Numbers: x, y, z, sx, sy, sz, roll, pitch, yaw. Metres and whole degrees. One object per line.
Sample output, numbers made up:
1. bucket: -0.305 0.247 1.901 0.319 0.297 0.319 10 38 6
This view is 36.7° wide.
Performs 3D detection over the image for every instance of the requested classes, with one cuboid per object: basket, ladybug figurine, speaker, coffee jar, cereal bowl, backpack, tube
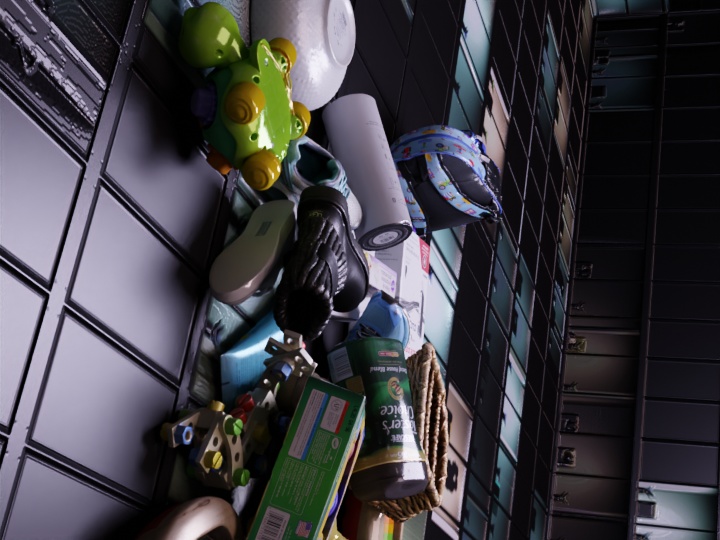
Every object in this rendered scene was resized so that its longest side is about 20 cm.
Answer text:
1. basket: 0.085 0.236 1.537 0.142 0.148 0.202 39 35 -23
2. ladybug figurine: -0.180 0.296 1.084 0.199 0.071 0.139 0 92 -70
3. speaker: 0.009 -0.134 1.465 0.081 0.080 0.203 37 34 -65
4. coffee jar: 0.023 0.191 1.388 0.103 0.085 0.204 8 65 -49
5. ladybug figurine: 0.016 0.378 1.601 0.136 0.071 0.204 43 51 -62
6. cereal bowl: -0.060 -0.301 1.360 0.200 0.082 0.204 1 90 -69
7. backpack: 0.119 -0.158 1.745 0.200 0.180 0.137 44 41 -48
8. tube: -0.113 0.089 1.296 0.200 0.050 0.079 -46 136 -55

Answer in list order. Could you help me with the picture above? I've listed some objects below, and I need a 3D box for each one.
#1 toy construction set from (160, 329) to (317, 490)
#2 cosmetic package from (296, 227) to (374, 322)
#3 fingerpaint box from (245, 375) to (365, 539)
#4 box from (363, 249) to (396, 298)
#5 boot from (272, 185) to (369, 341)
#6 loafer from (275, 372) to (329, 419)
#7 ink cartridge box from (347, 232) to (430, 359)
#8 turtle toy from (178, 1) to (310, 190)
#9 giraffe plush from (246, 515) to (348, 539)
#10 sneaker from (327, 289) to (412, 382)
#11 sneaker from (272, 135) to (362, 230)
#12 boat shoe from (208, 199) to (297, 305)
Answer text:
1. toy construction set: -0.127 0.156 1.184 0.200 0.091 0.133 -46 133 -34
2. cosmetic package: -0.035 -0.011 1.492 0.200 0.051 0.154 20 71 -69
3. fingerpaint box: -0.057 0.243 1.209 0.167 0.072 0.203 91 19 -67
4. box: 0.000 0.000 1.461 0.200 0.041 0.039 34 60 -67
5. boot: -0.046 0.024 1.276 0.213 0.078 0.160 71 21 -49
6. loafer: -0.081 0.153 1.345 0.200 0.066 0.077 88 25 -71
7. ink cartridge box: 0.045 0.045 1.665 0.144 0.082 0.204 33 61 -67
8. turtle toy: -0.129 -0.187 1.150 0.147 0.099 0.203 -64 148 -51
9. giraffe plush: -0.062 0.344 1.331 0.164 0.199 0.172 56 39 0
10. sneaker: 0.005 0.118 1.497 0.090 0.078 0.202 -31 150 -51
11. sneaker: -0.051 -0.102 1.328 0.199 0.085 0.079 38 64 -44
12. boat shoe: -0.118 -0.008 1.255 0.201 0.071 0.070 -73 156 -57
